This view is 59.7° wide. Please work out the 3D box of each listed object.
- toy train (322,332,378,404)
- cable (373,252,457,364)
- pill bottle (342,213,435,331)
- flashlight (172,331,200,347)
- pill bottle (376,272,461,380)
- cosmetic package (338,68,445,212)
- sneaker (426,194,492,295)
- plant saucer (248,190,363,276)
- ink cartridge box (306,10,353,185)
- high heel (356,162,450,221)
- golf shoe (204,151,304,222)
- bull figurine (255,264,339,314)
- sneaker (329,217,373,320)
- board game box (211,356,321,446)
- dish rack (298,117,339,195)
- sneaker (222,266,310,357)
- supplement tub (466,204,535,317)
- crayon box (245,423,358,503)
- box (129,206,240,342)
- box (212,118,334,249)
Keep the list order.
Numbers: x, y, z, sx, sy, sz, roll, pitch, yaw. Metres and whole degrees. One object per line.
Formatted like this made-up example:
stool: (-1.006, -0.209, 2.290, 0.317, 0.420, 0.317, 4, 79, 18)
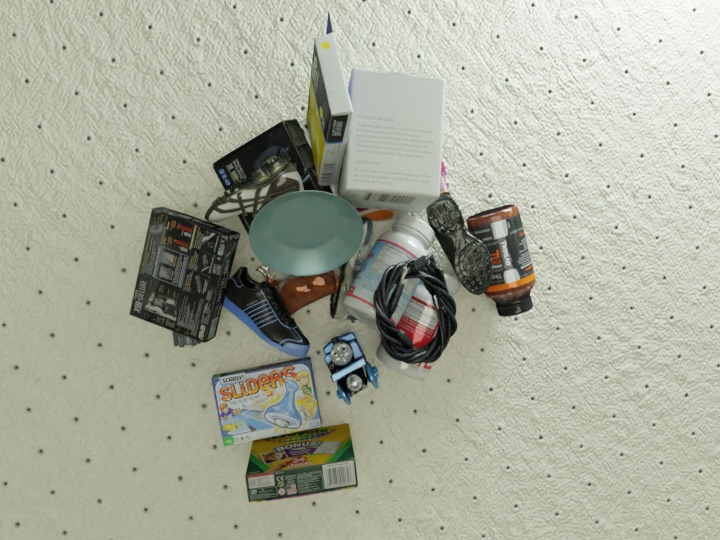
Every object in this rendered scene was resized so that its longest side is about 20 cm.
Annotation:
toy train: (-0.022, 0.176, 1.164, 0.085, 0.200, 0.116, -29, 85, -1)
cable: (0.098, 0.080, 1.094, 0.161, 0.050, 0.204, -29, 115, -32)
pill bottle: (0.058, 0.003, 1.151, 0.107, 0.109, 0.203, 31, 76, -7)
flashlight: (-0.333, 0.040, 1.187, 0.066, 0.068, 0.206, -5, 93, 7)
pill bottle: (0.117, 0.096, 1.207, 0.110, 0.112, 0.204, 25, 92, -6)
cosmetic package: (0.049, -0.219, 1.097, 0.160, 0.165, 0.206, 5, 86, -6)
sneaker: (0.187, -0.049, 1.188, 0.075, 0.091, 0.204, -26, 90, -1)
plant saucer: (-0.093, -0.071, 1.075, 0.195, 0.039, 0.204, -6, 139, -5)
ink cartridge box: (-0.062, -0.284, 1.059, 0.046, 0.199, 0.204, -9, 67, -12)
high heel: (0.072, -0.163, 1.218, 0.196, 0.067, 0.098, -19, 68, 9)
golf shoe: (-0.183, -0.116, 1.083, 0.197, 0.078, 0.095, -27, 109, 26)
bull figurine: (-0.138, 0.034, 1.199, 0.197, 0.065, 0.124, -26, 94, 6)
sneaker: (0.000, 0.000, 1.220, 0.084, 0.078, 0.205, 11, 99, -20)
board game box: (-0.183, 0.256, 1.234, 0.195, 0.034, 0.139, -11, 95, -4)
dish rack: (-0.030, -0.235, 1.204, 0.198, 0.044, 0.173, -35, 96, -1)
sneaker: (-0.164, 0.074, 1.138, 0.198, 0.070, 0.079, 34, 105, 10)
supplement tub: (0.277, -0.018, 1.215, 0.104, 0.107, 0.205, -16, 95, -3)
crayon box: (-0.109, 0.356, 1.178, 0.195, 0.173, 0.060, -7, 99, -5)
box: (-0.316, 0.007, 1.124, 0.154, 0.050, 0.205, 17, 101, 8)
box: (-0.148, -0.146, 1.153, 0.161, 0.086, 0.203, -24, 99, 17)
